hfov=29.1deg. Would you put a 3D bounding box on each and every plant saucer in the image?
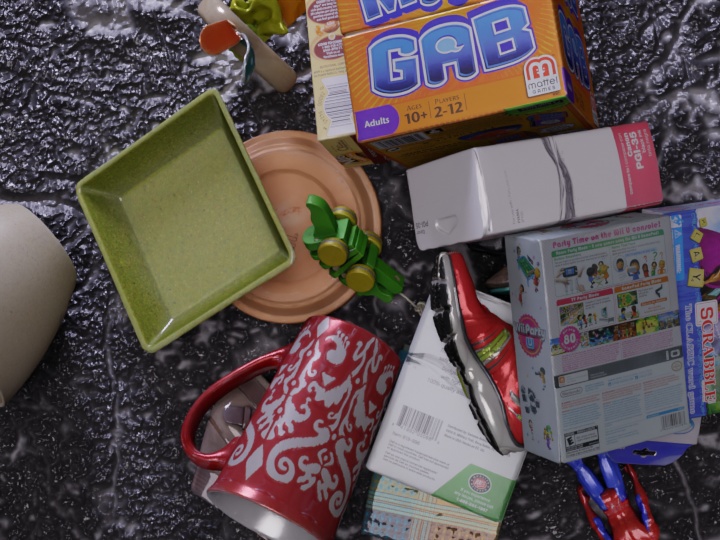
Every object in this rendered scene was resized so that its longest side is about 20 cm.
[{"bbox_3d":[-0.173,-0.048,1.420,0.198,0.048,0.202,-31,76,20],"label":"plant saucer"},{"bbox_3d":[-0.076,-0.046,1.445,0.197,0.032,0.204,0,88,6],"label":"plant saucer"}]

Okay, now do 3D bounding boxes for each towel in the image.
[{"bbox_3d":[0.089,0.188,1.425,0.145,0.022,0.203,13,90,6],"label":"towel"}]

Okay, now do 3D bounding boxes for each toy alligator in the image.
[{"bbox_3d":[0.000,0.000,1.404,0.054,0.060,0.200,-26,123,34],"label":"toy alligator"}]

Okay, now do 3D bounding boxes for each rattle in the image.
[{"bbox_3d":[-0.087,-0.255,1.369,0.142,0.200,0.131,-30,85,4],"label":"rattle"}]

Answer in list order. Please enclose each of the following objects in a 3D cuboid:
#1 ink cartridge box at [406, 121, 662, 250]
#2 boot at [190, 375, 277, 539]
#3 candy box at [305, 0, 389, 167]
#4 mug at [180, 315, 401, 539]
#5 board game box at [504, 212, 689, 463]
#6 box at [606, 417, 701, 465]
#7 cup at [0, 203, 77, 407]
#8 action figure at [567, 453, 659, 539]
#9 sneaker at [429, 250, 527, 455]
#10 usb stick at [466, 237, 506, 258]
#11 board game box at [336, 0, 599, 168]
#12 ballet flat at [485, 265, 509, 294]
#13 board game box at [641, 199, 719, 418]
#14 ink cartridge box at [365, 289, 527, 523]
[{"bbox_3d":[0.163,-0.080,1.324,0.197,0.146,0.084,-10,90,-25],"label":"ink cartridge box"},{"bbox_3d":[-0.073,0.204,1.421,0.199,0.070,0.147,34,80,-5],"label":"boot"},{"bbox_3d":[-0.014,-0.216,1.389,0.054,0.115,0.203,-7,80,11],"label":"candy box"},{"bbox_3d":[-0.064,0.145,1.340,0.176,0.133,0.202,32,69,-12],"label":"mug"},{"bbox_3d":[0.216,0.058,1.265,0.146,0.064,0.203,-10,99,-25],"label":"board game box"},{"bbox_3d":[0.285,0.088,1.357,0.117,0.041,0.203,7,98,-20],"label":"box"},{"bbox_3d":[-0.374,0.016,1.409,0.200,0.201,0.143,46,67,6],"label":"cup"},{"bbox_3d":[0.249,0.219,1.394,0.065,0.052,0.202,-27,89,9],"label":"action figure"},{"bbox_3d":[0.125,0.070,1.302,0.084,0.077,0.202,-23,96,-8],"label":"sneaker"},{"bbox_3d":[0.149,-0.115,1.425,0.055,0.033,0.203,9,89,13],"label":"usb stick"},{"bbox_3d":[0.103,-0.224,1.326,0.197,0.200,0.203,-11,83,17],"label":"board game box"},{"bbox_3d":[0.223,-0.009,1.401,0.197,0.068,0.068,0,84,-5],"label":"ballet flat"},{"bbox_3d":[0.371,0.030,1.336,0.197,0.041,0.203,-9,100,-18],"label":"board game box"},{"bbox_3d":[0.107,0.124,1.372,0.145,0.083,0.202,22,91,5],"label":"ink cartridge box"}]
